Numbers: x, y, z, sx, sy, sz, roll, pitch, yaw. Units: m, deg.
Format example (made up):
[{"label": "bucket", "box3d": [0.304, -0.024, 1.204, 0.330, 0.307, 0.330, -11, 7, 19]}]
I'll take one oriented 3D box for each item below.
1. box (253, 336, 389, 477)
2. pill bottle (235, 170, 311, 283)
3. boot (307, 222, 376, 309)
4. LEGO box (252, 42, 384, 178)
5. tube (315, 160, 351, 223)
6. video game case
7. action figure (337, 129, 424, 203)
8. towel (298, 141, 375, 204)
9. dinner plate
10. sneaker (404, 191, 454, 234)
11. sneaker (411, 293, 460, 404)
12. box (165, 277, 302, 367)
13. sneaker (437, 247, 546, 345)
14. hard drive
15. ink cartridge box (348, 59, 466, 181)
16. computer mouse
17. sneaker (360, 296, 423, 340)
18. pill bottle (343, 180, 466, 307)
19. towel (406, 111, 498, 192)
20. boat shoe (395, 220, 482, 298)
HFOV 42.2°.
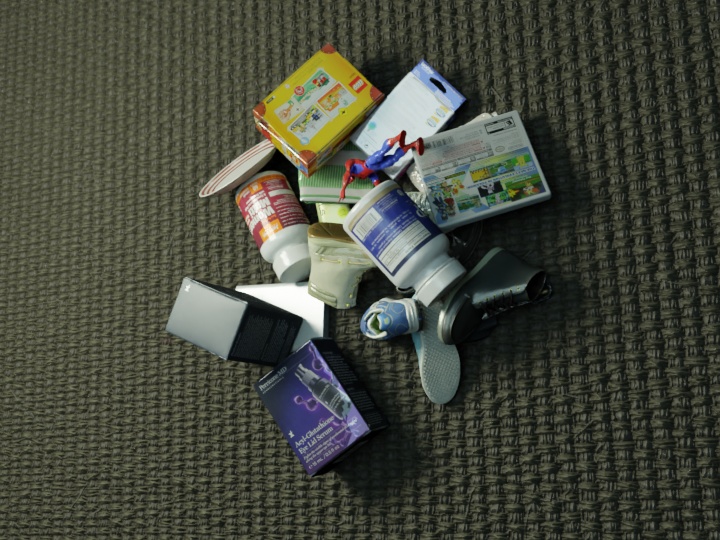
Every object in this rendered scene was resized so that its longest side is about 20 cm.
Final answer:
[{"label": "box", "box3d": [-0.070, 0.241, 1.670, 0.148, 0.104, 0.200, -40, 74, 14]}, {"label": "pill bottle", "box3d": [-0.154, -0.082, 1.782, 0.109, 0.110, 0.200, -35, 67, 16]}, {"label": "boot", "box3d": [0.000, 0.000, 1.685, 0.199, 0.072, 0.155, 10, 126, 8]}, {"label": "LEGO box", "box3d": [-0.077, -0.298, 1.735, 0.200, 0.077, 0.149, -43, 81, -11]}, {"label": "tube", "box3d": [-0.061, -0.155, 1.788, 0.058, 0.052, 0.201, -33, 68, 53]}, {"label": "video game case", "box3d": [0.204, -0.173, 1.605, 0.199, 0.022, 0.183, -16, 63, 1]}, {"label": "action figure", "box3d": [0.027, -0.170, 1.659, 0.200, 0.065, 0.099, -18, 59, 53]}, {"label": "towel", "box3d": [-0.043, -0.224, 1.769, 0.152, 0.023, 0.201, 1, 78, -2]}, {"label": "dinner plate", "box3d": [-0.229, -0.199, 1.822, 0.200, 0.200, 0.024, -31, 110, 18]}, {"label": "sneaker", "box3d": [0.092, -0.106, 1.641, 0.199, 0.093, 0.071, -8, 64, 37]}, {"label": "sneaker", "box3d": [0.129, 0.131, 1.637, 0.074, 0.082, 0.201, -7, 96, -5]}, {"label": "box", "box3d": [-0.227, 0.098, 1.703, 0.148, 0.200, 0.107, 21, 89, 28]}, {"label": "sneaker", "box3d": [0.218, 0.052, 1.558, 0.106, 0.075, 0.200, 25, 72, 43]}, {"label": "hard drive", "box3d": [-0.153, 0.091, 1.796, 0.199, 0.026, 0.132, -4, 79, 25]}, {"label": "ink cartridge box", "box3d": [0.089, -0.276, 1.724, 0.119, 0.042, 0.200, 44, 99, 13]}, {"label": "computer mouse", "box3d": [0.237, 0.068, 1.606, 0.200, 0.034, 0.059, -30, 68, 18]}, {"label": "sneaker", "box3d": [0.035, 0.085, 1.628, 0.200, 0.077, 0.076, 153, 106, -67]}, {"label": "pill bottle", "box3d": [0.077, -0.041, 1.554, 0.120, 0.120, 0.200, -44, 80, 12]}, {"label": "towel", "box3d": [0.190, -0.186, 1.677, 0.200, 0.034, 0.133, -36, 66, 16]}, {"label": "boat shoe", "box3d": [0.140, -0.024, 1.657, 0.200, 0.057, 0.067, -49, 64, 10]}]
